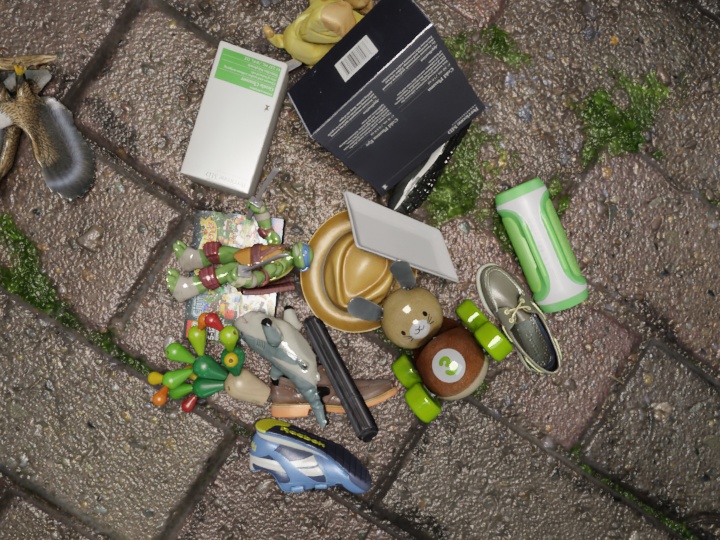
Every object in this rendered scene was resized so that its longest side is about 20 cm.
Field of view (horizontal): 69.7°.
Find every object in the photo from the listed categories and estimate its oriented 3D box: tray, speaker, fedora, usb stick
[{"bbox_3d":[0.058,-0.043,0.764,0.199,0.022,0.108,18,45,-35],"label":"tray"},{"bbox_3d":[0.284,-0.040,0.815,0.088,0.088,0.201,-23,92,-4],"label":"speaker"},{"bbox_3d":[0.000,0.000,0.795,0.199,0.082,0.202,0,90,-3],"label":"fedora"},{"bbox_3d":[-0.031,0.155,0.757,0.032,0.055,0.201,-31,63,1],"label":"usb stick"}]

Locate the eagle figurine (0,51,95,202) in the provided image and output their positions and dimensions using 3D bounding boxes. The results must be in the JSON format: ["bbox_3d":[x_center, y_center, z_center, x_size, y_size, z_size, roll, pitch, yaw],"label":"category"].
[{"bbox_3d":[-0.495,-0.206,0.755,0.151,0.151,0.201,20,125,34],"label":"eagle figurine"}]

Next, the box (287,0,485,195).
[{"bbox_3d":[0.039,-0.235,0.713,0.200,0.182,0.104,-38,55,16],"label":"box"}]

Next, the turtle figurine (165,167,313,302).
[{"bbox_3d":[-0.172,-0.038,0.707,0.193,0.200,0.145,-13,76,4],"label":"turtle figurine"}]

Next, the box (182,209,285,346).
[{"bbox_3d":[-0.194,0.013,0.803,0.136,0.038,0.201,5,89,-5],"label":"box"}]

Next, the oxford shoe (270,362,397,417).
[{"bbox_3d":[-0.042,0.179,0.800,0.199,0.071,0.073,-6,86,-4],"label":"oxford shoe"}]

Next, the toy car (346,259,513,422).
[{"bbox_3d":[0.084,0.081,0.743,0.164,0.158,0.200,-42,111,6],"label":"toy car"}]

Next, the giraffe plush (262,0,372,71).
[{"bbox_3d":[-0.034,-0.382,0.777,0.199,0.172,0.163,10,77,30],"label":"giraffe plush"}]

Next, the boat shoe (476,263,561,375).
[{"bbox_3d":[0.256,0.076,0.825,0.072,0.060,0.202,-31,92,-4],"label":"boat shoe"}]

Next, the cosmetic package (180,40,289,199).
[{"bbox_3d":[-0.186,-0.219,0.782,0.107,0.085,0.201,16,88,-7],"label":"cosmetic package"}]

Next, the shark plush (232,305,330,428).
[{"bbox_3d":[-0.105,0.139,0.769,0.083,0.091,0.200,-35,101,18],"label":"shark plush"}]

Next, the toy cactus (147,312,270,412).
[{"bbox_3d":[-0.209,0.154,0.756,0.165,0.102,0.200,32,116,-20],"label":"toy cactus"}]

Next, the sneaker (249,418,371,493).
[{"bbox_3d":[-0.080,0.302,0.797,0.199,0.074,0.083,23,90,4],"label":"sneaker"}]

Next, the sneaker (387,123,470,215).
[{"bbox_3d":[0.088,-0.182,0.820,0.087,0.076,0.201,34,91,21],"label":"sneaker"}]
